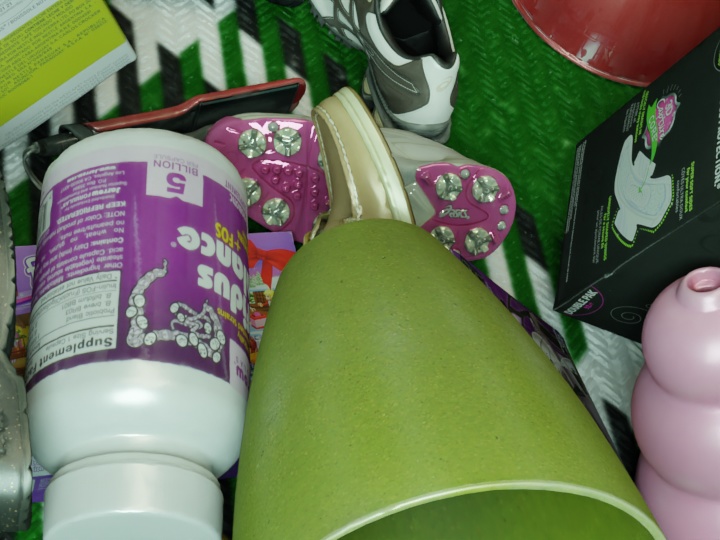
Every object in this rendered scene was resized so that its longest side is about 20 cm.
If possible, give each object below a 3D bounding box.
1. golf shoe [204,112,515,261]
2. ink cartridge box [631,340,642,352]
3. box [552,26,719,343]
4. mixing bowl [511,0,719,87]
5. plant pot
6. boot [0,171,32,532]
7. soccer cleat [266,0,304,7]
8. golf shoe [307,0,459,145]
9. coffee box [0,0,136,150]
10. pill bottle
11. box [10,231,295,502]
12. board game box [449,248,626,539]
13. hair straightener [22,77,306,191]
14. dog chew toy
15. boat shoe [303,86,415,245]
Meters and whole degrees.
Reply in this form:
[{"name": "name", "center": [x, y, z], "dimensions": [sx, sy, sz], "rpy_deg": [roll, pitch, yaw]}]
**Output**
[{"name": "golf shoe", "center": [-0.005, -0.057, 0.856], "dimensions": [0.197, 0.076, 0.092], "rpy_deg": [14, 19, -17]}, {"name": "ink cartridge box", "center": [0.248, 0.028, 0.918], "dimensions": [0.161, 0.057, 0.202], "rpy_deg": [-17, 83, -29]}, {"name": "box", "center": [0.227, -0.039, 0.791], "dimensions": [0.147, 0.200, 0.126], "rpy_deg": [20, 64, -15]}, {"name": "mixing bowl", "center": [0.213, -0.251, 1.037], "dimensions": [0.197, 0.109, 0.202], "rpy_deg": [9, 56, -13]}, {"name": "plant pot", "center": [0.021, 0.078, 0.626], "dimensions": [0.185, 0.189, 0.201], "rpy_deg": [3, 42, -18]}, {"name": "boot", "center": [-0.215, 0.029, 0.602], "dimensions": [0.129, 0.068, 0.202], "rpy_deg": [-3, 58, -16]}, {"name": "soccer cleat", "center": [-0.129, -0.218, 0.923], "dimensions": [0.198, 0.068, 0.082], "rpy_deg": [27, 95, -20]}, {"name": "golf shoe", "center": [0.020, -0.181, 0.930], "dimensions": [0.077, 0.095, 0.202], "rpy_deg": [-14, 62, -26]}, {"name": "coffee box", "center": [-0.266, -0.172, 0.711], "dimensions": [0.199, 0.198, 0.201], "rpy_deg": [-33, 71, -4]}, {"name": "pill bottle", "center": [-0.108, 0.040, 0.677], "dimensions": [0.111, 0.113, 0.202], "rpy_deg": [6, 58, -16]}, {"name": "box", "center": [-0.119, 0.050, 0.762], "dimensions": [0.197, 0.039, 0.138], "rpy_deg": [-3, 61, -22]}, {"name": "board game box", "center": [0.104, 0.087, 0.757], "dimensions": [0.119, 0.032, 0.201], "rpy_deg": [30, 27, -38]}, {"name": "hair straightener", "center": [-0.109, -0.071, 0.840], "dimensions": [0.198, 0.041, 0.078], "rpy_deg": [-10, 63, -32]}, {"name": "dog chew toy", "center": [0.205, 0.086, 0.759], "dimensions": [0.123, 0.202, 0.125], "rpy_deg": [-13, 33, 9]}, {"name": "boat shoe", "center": [0.000, 0.000, 0.777], "dimensions": [0.066, 0.074, 0.203], "rpy_deg": [-17, 96, -8]}]
